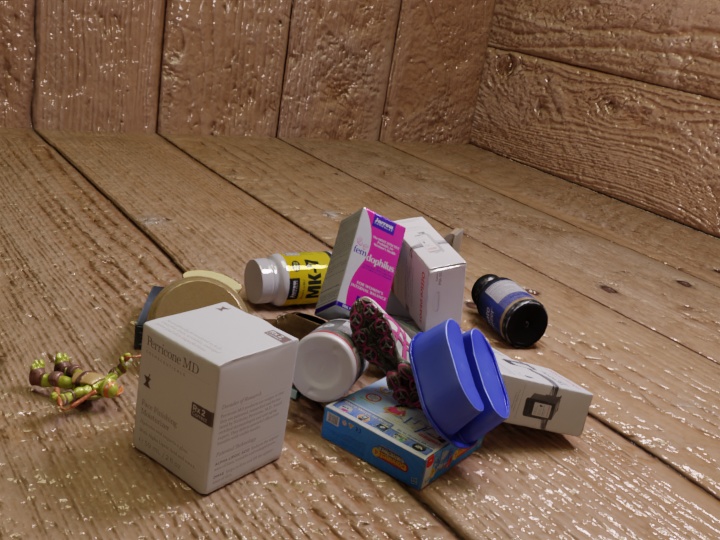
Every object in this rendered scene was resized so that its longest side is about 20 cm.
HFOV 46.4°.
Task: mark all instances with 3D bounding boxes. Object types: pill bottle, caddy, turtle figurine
[{"bbox_3d":[0.330,0.083,1.895,0.110,0.113,0.200,2,20,-20],"label":"pill bottle"},{"bbox_3d":[0.146,0.176,1.315,0.140,0.105,0.202,22,43,-40],"label":"caddy"},{"bbox_3d":[-0.044,0.146,1.440,0.112,0.116,0.200,13,8,9],"label":"pill bottle"},{"bbox_3d":[-0.433,0.173,1.336,0.159,0.065,0.200,11,26,27],"label":"turtle figurine"},{"bbox_3d":[-0.147,0.018,1.842,0.198,0.116,0.114,-4,23,-33],"label":"pill bottle"}]

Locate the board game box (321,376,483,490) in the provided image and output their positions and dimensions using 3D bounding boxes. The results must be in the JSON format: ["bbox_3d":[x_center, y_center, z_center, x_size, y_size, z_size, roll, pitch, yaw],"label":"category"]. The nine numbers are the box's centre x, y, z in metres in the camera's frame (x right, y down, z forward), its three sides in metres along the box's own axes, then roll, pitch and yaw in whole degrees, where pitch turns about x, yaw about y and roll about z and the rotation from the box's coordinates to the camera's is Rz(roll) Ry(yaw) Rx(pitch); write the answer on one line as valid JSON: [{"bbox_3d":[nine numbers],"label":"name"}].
[{"bbox_3d":[0.072,0.254,1.364,0.198,0.057,0.195,22,22,32],"label":"board game box"}]

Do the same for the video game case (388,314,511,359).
[{"bbox_3d":[0.168,0.136,1.636,0.180,0.023,0.200,12,9,-29],"label":"video game case"}]

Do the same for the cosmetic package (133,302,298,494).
[{"bbox_3d":[-0.211,0.177,1.222,0.164,0.203,0.164,21,22,33],"label":"cosmetic package"}]

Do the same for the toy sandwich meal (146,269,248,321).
[{"bbox_3d":[-0.291,0.098,1.504,0.202,0.208,0.070,4,-20,-17],"label":"toy sandwich meal"}]

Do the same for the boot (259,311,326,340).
[{"bbox_3d":[-0.147,0.105,1.592,0.198,0.076,0.074,15,21,17],"label":"boot"}]

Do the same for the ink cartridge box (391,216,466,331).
[{"bbox_3d":[0.123,0.008,1.628,0.082,0.148,0.200,-10,32,-18],"label":"ink cartridge box"}]

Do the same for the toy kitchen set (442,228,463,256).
[{"bbox_3d":[0.146,-0.036,2.064,0.178,0.165,0.200,16,19,18],"label":"toy kitchen set"}]

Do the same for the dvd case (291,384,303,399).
[{"bbox_3d":[-0.112,0.174,1.557,0.145,0.022,0.199,21,21,29],"label":"dvd case"}]

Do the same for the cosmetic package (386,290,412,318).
[{"bbox_3d":[0.123,0.068,1.800,0.149,0.052,0.200,12,6,10],"label":"cosmetic package"}]

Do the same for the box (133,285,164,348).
[{"bbox_3d":[-0.342,0.095,1.622,0.155,0.052,0.200,7,19,-6],"label":"box"}]

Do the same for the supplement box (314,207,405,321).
[{"bbox_3d":[0.000,0.000,1.578,0.100,0.202,0.103,23,-22,-21],"label":"supplement box"}]

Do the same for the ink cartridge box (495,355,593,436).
[{"bbox_3d":[0.281,0.212,1.464,0.198,0.084,0.145,15,7,-23],"label":"ink cartridge box"}]

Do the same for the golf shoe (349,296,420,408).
[{"bbox_3d":[0.049,0.129,1.392,0.072,0.201,0.092,-30,5,22],"label":"golf shoe"}]
